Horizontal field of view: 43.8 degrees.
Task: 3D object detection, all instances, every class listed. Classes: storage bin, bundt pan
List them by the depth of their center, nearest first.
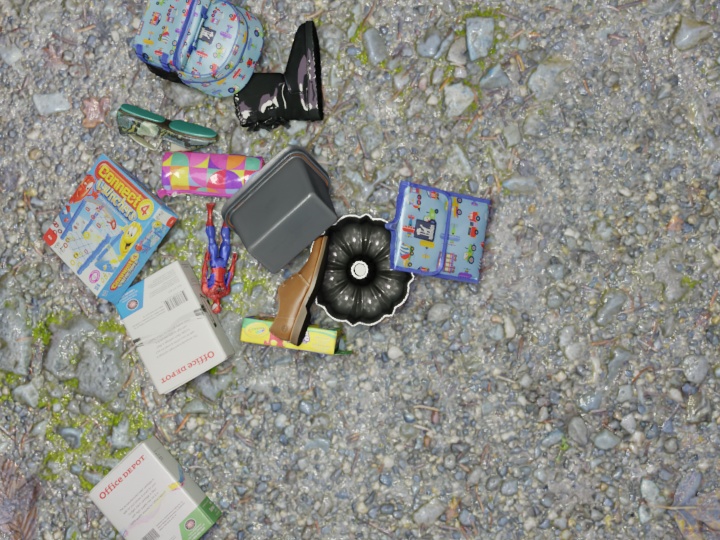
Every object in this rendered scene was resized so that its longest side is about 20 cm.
[{"bbox_3d":[-0.131,-0.092,1.595,0.199,0.135,0.145,-39,130,10],"label":"storage bin"},{"bbox_3d":[0.000,0.000,1.640,0.198,0.076,0.206,0,89,3],"label":"bundt pan"}]

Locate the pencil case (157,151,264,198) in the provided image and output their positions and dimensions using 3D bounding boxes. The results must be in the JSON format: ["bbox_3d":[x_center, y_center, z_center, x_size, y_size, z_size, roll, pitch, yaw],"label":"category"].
[{"bbox_3d":[-0.272,-0.172,1.654,0.196,0.088,0.090,1,90,3],"label":"pencil case"}]

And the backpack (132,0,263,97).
[{"bbox_3d":[-0.283,-0.416,1.613,0.197,0.134,0.185,25,90,18],"label":"backpack"}]

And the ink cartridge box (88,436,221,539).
[{"bbox_3d":[-0.377,0.431,1.655,0.145,0.084,0.200,-42,88,2],"label":"ink cartridge box"}]

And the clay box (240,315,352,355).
[{"bbox_3d":[-0.110,0.118,1.627,0.196,0.115,0.049,7,89,3],"label":"clay box"}]

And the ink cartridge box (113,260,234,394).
[{"bbox_3d":[-0.344,0.104,1.655,0.144,0.084,0.203,-28,88,3],"label":"ink cartridge box"}]

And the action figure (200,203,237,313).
[{"bbox_3d":[-0.264,-0.022,1.665,0.064,0.051,0.204,2,92,-32],"label":"action figure"}]

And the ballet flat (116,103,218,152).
[{"bbox_3d":[-0.362,-0.253,1.677,0.197,0.074,0.076,19,91,5],"label":"ballet flat"}]

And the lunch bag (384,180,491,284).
[{"bbox_3d":[0.121,-0.067,1.577,0.197,0.093,0.154,9,89,-37],"label":"lunch bag"}]

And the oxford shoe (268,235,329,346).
[{"bbox_3d":[-0.105,0.025,1.561,0.070,0.072,0.203,18,72,11],"label":"oxford shoe"}]

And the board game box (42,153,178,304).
[{"bbox_3d":[-0.459,-0.079,1.637,0.199,0.056,0.197,37,92,30],"label":"board game box"}]

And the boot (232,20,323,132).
[{"bbox_3d":[-0.153,-0.357,1.659,0.159,0.073,0.203,-3,88,9],"label":"boot"}]
